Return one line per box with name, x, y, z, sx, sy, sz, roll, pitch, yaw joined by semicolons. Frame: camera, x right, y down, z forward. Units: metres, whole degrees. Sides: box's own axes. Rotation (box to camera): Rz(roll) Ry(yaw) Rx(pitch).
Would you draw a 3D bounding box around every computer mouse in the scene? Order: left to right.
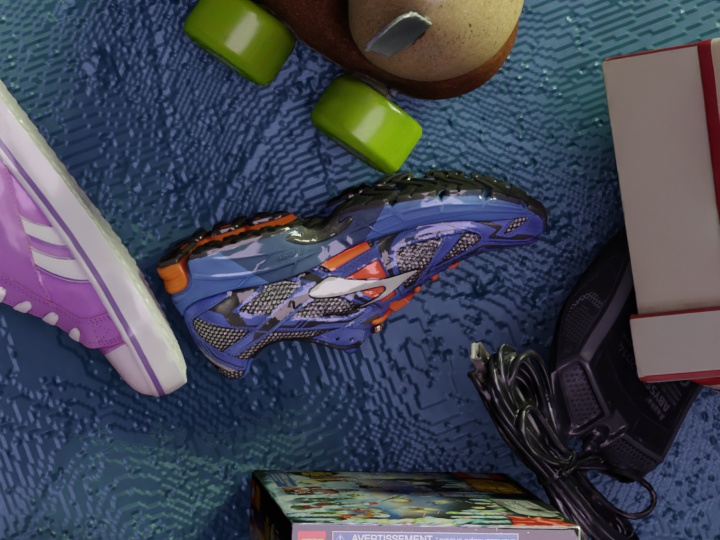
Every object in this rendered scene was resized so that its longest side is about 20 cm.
computer mouse;0.126;0.043;1.526;0.139;0.053;0.200;55;51;-22

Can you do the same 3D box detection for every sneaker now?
sneaker;-0.179;0.001;1.511;0.114;0.073;0.201;-37;86;0
sneaker;0.000;0.000;1.536;0.199;0.075;0.079;-14;104;2

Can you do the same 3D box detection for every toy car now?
toy car;0.018;-0.148;1.458;0.158;0.200;0.165;35;88;-8

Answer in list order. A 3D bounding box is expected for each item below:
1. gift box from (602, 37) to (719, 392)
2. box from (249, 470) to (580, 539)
gift box;0.250;-0.031;1.488;0.200;0.184;0.188;-9;92;-47
box;0.022;0.128;1.473;0.136;0.200;0.040;2;93;-8
